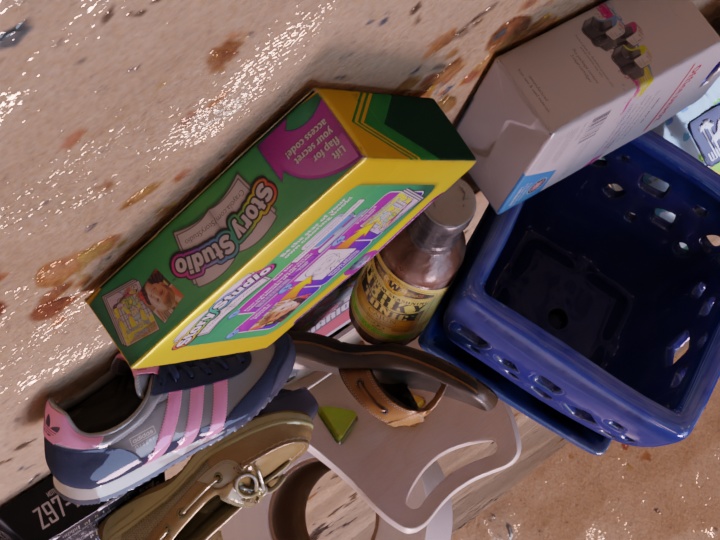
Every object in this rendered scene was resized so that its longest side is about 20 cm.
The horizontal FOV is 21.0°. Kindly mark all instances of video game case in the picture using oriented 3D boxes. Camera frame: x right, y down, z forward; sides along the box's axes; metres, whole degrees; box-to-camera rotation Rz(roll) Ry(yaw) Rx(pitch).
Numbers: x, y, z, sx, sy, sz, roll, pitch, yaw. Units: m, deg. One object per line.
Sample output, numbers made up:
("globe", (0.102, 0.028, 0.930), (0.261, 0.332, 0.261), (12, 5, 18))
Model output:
("video game case", (0.000, 0.000, 1.484), (0.142, 0.018, 0.200), (-33, 166, -9))

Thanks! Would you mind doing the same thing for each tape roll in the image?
("tape roll", (-0.020, 0.233, 1.846), (0.202, 0.204, 0.139), (-36, 167, 5))

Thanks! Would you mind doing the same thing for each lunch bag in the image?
("lunch bag", (0.273, -0.116, 1.564), (0.169, 0.128, 0.200), (-34, 154, 2))

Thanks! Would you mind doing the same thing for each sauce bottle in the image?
("sauce bottle", (0.038, -0.008, 1.378), (0.064, 0.065, 0.200), (-30, 164, -22))

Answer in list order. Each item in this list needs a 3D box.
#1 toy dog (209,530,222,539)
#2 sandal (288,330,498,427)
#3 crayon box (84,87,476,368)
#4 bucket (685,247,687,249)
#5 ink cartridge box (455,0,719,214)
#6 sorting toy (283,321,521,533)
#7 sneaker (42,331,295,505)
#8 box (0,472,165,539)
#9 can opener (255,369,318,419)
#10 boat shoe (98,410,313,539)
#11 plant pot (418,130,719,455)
("toy dog", (-0.184, 0.352, 2.004), (0.195, 0.139, 0.199), (-56, 160, 24))
("sandal", (0.013, 0.085, 1.442), (0.082, 0.198, 0.055), (36, 67, -57))
("crayon box", (-0.045, -0.026, 1.188), (0.200, 0.059, 0.172), (-41, 165, 21))
("bucket", (0.265, 0.027, 1.992), (0.206, 0.135, 0.207), (-34, 167, -9))
("ink cartridge box", (0.168, -0.130, 1.338), (0.199, 0.068, 0.115), (-28, 165, -27))
("sorting toy", (0.037, 0.113, 1.615), (0.199, 0.181, 0.107), (-33, 167, -8))
("sneaker", (-0.128, 0.079, 1.329), (0.199, 0.070, 0.083), (-34, 137, -25))
("box", (-0.232, 0.206, 1.559), (0.159, 0.044, 0.200), (-33, 167, -14))
("can opener", (-0.092, 0.097, 1.472), (0.053, 0.067, 0.199), (-45, 163, 23))
("boat shoe", (-0.111, 0.176, 1.481), (0.200, 0.064, 0.073), (-33, 154, 15))
("plant pot", (0.167, 0.015, 1.463), (0.201, 0.199, 0.180), (-61, -175, -23))
